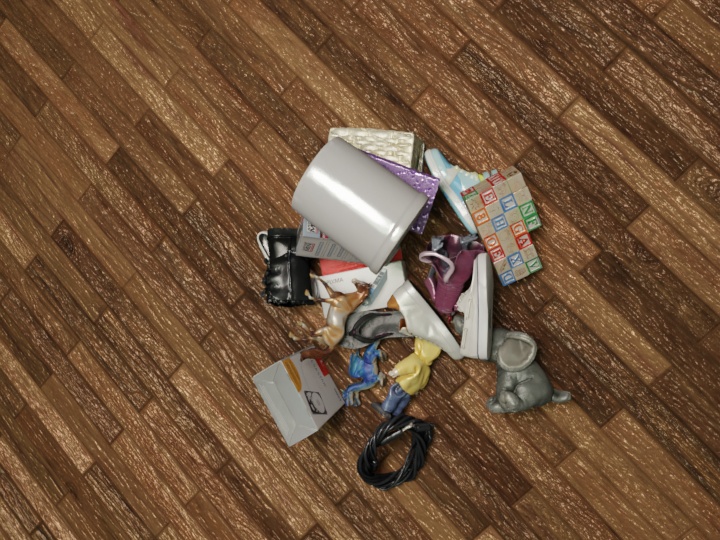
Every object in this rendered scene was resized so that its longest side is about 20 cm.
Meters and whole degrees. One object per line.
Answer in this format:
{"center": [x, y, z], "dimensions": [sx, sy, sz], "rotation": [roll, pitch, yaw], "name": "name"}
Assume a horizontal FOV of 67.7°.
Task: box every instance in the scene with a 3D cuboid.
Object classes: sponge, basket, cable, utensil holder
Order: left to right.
{"center": [-0.003, -0.118, 0.973], "dimensions": [0.199, 0.170, 0.171], "rotation": [35, 99, 3], "name": "utensil holder"}
{"center": [0.027, -0.222, 1.131], "dimensions": [0.197, 0.123, 0.138], "rotation": [7, 93, 14], "name": "basket"}
{"center": [0.047, -0.158, 1.051], "dimensions": [0.197, 0.030, 0.113], "rotation": [21, 113, 7], "name": "sponge"}
{"center": [0.069, 0.393, 1.133], "dimensions": [0.051, 0.161, 0.202], "rotation": [49, 121, 48], "name": "cable"}

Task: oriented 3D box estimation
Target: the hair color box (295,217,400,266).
{"center": [-0.026, -0.064, 1.091], "dimensions": [0.197, 0.099, 0.062], "rotation": [6, 67, -13], "name": "hair color box"}

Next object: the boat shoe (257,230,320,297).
{"center": [-0.168, -0.007, 1.217], "dimensions": [0.074, 0.065, 0.200], "rotation": [-45, 81, 11], "name": "boat shoe"}

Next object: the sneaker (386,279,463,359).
{"center": [0.130, 0.118, 1.102], "dimensions": [0.084, 0.073, 0.201], "rotation": [-40, 99, 7], "name": "sneaker"}

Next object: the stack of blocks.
{"center": [0.290, -0.085, 1.058], "dimensions": [0.114, 0.059, 0.202], "rotation": [-25, 111, 9], "name": "stack of blocks"}

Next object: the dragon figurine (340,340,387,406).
{"center": [0.007, 0.205, 1.182], "dimensions": [0.098, 0.059, 0.204], "rotation": [1, 93, 14], "name": "dragon figurine"}

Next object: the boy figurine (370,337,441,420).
{"center": [0.101, 0.220, 1.135], "dimensions": [0.064, 0.124, 0.202], "rotation": [28, 86, 42], "name": "boy figurine"}

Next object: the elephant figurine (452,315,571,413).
{"center": [0.296, 0.173, 1.073], "dimensions": [0.153, 0.141, 0.203], "rotation": [-5, 79, -28], "name": "elephant figurine"}

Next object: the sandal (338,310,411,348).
{"center": [0.037, 0.117, 1.140], "dimensions": [0.197, 0.048, 0.077], "rotation": [-12, 79, 7], "name": "sandal"}

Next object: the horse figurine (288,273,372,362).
{"center": [-0.068, 0.099, 1.119], "dimensions": [0.131, 0.050, 0.203], "rotation": [21, 82, -17], "name": "horse figurine"}

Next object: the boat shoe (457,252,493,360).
{"center": [0.218, 0.068, 1.032], "dimensions": [0.065, 0.072, 0.204], "rotation": [2, 98, 24], "name": "boat shoe"}

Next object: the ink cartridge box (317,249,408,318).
{"center": [0.000, 0.000, 1.186], "dimensions": [0.197, 0.045, 0.179], "rotation": [-11, 90, 14], "name": "ink cartridge box"}

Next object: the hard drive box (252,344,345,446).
{"center": [-0.125, 0.257, 1.145], "dimensions": [0.076, 0.200, 0.157], "rotation": [-31, 85, 12], "name": "hard drive box"}

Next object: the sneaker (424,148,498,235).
{"center": [0.228, -0.190, 1.106], "dimensions": [0.130, 0.080, 0.201], "rotation": [-34, 93, 15], "name": "sneaker"}

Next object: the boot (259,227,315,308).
{"center": [-0.118, -0.006, 1.156], "dimensions": [0.195, 0.073, 0.165], "rotation": [0, 78, -8], "name": "boot"}

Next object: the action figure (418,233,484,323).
{"center": [0.188, 0.029, 1.084], "dimensions": [0.132, 0.149, 0.203], "rotation": [15, 121, 20], "name": "action figure"}
